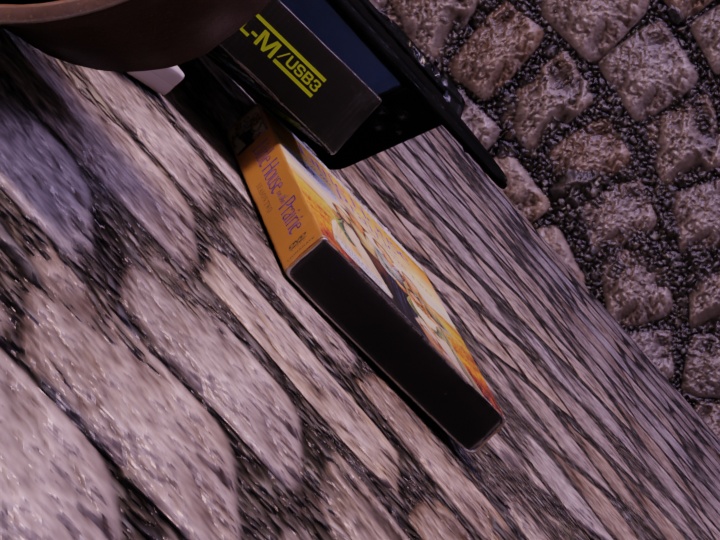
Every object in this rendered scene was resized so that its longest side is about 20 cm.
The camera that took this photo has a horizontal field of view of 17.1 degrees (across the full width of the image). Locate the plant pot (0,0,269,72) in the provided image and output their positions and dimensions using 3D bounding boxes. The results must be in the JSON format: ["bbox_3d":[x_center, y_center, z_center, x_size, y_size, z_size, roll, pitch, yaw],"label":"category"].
[{"bbox_3d":[-0.103,-0.167,0.897,0.201,0.200,0.198,50,-2,10],"label":"plant pot"}]

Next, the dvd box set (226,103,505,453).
[{"bbox_3d":[0.000,0.000,1.260,0.146,0.029,0.200,45,8,-24],"label":"dvd box set"}]

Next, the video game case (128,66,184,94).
[{"bbox_3d":[-0.173,-0.180,1.188,0.200,0.018,0.143,51,6,18],"label":"video game case"}]

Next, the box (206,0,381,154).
[{"bbox_3d":[-0.094,-0.159,1.315,0.193,0.048,0.200,40,0,-23],"label":"box"}]

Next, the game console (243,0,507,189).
[{"bbox_3d":[-0.024,-0.121,1.479,0.200,0.175,0.117,46,39,-30],"label":"game console"}]
